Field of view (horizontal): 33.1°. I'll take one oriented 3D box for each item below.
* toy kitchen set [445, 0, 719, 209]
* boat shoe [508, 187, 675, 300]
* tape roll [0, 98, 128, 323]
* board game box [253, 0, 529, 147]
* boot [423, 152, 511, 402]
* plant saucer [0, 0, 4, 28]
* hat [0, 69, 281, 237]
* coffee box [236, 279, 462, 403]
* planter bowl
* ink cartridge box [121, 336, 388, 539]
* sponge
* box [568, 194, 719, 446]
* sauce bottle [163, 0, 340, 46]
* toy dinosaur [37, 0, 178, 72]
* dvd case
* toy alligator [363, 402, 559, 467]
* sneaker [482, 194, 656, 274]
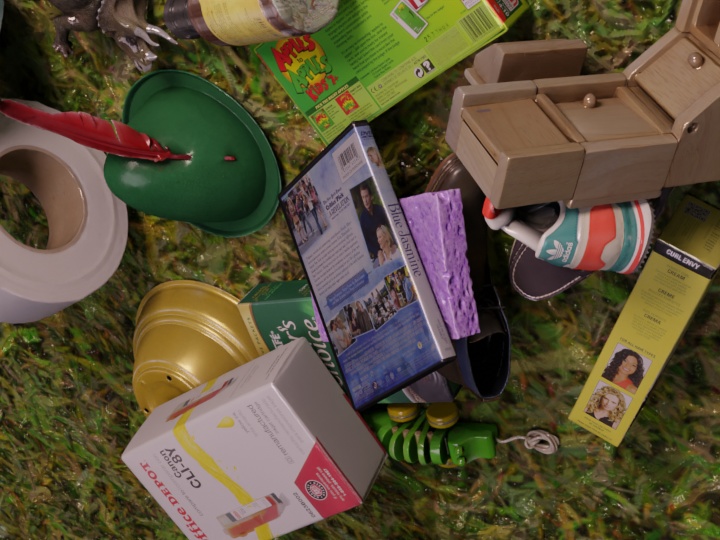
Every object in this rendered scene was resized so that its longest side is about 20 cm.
[{"bbox_3d":[0.157,-0.165,0.788,0.163,0.199,0.181,-120,30,-44],"label":"toy kitchen set"},{"bbox_3d":[0.172,-0.035,0.925,0.072,0.065,0.200,42,134,-3],"label":"boat shoe"},{"bbox_3d":[-0.317,-0.056,1.128,0.071,0.202,0.203,-24,107,41],"label":"tape roll"},{"bbox_3d":[0.019,-0.184,0.927,0.200,0.048,0.102,-29,103,42],"label":"board game box"},{"bbox_3d":[0.093,0.008,0.972,0.097,0.075,0.201,43,139,46],"label":"boot"},{"bbox_3d":[-0.391,-0.177,1.097,0.036,0.201,0.200,28,143,-35],"label":"plant saucer"},{"bbox_3d":[-0.195,-0.070,1.053,0.200,0.176,0.166,36,133,5],"label":"hat"},{"bbox_3d":[-0.009,0.066,1.125,0.199,0.044,0.123,-4,119,34],"label":"coffee box"},{"bbox_3d":[-0.169,0.116,1.235,0.200,0.083,0.201,17,129,22],"label":"planter bowl"},{"bbox_3d":[-0.100,0.172,1.134,0.200,0.083,0.145,-27,107,30],"label":"ink cartridge box"},{"bbox_3d":[0.019,0.000,0.985,0.200,0.030,0.112,-6,95,56],"label":"sponge"},{"bbox_3d":[0.226,0.042,0.942,0.050,0.075,0.200,29,133,15],"label":"box"},{"bbox_3d":[-0.093,-0.206,0.938,0.200,0.065,0.065,7,127,54],"label":"sauce bottle"},{"bbox_3d":[-0.253,-0.245,1.024,0.200,0.077,0.102,38,137,-26],"label":"toy dinosaur"},{"bbox_3d":[0.000,0.000,0.970,0.143,0.018,0.201,-37,70,54],"label":"dvd case"},{"bbox_3d":[0.082,0.160,1.127,0.199,0.054,0.059,5,124,30],"label":"toy alligator"},{"bbox_3d":[0.122,-0.068,0.853,0.200,0.093,0.071,-118,35,-48],"label":"sneaker"}]
